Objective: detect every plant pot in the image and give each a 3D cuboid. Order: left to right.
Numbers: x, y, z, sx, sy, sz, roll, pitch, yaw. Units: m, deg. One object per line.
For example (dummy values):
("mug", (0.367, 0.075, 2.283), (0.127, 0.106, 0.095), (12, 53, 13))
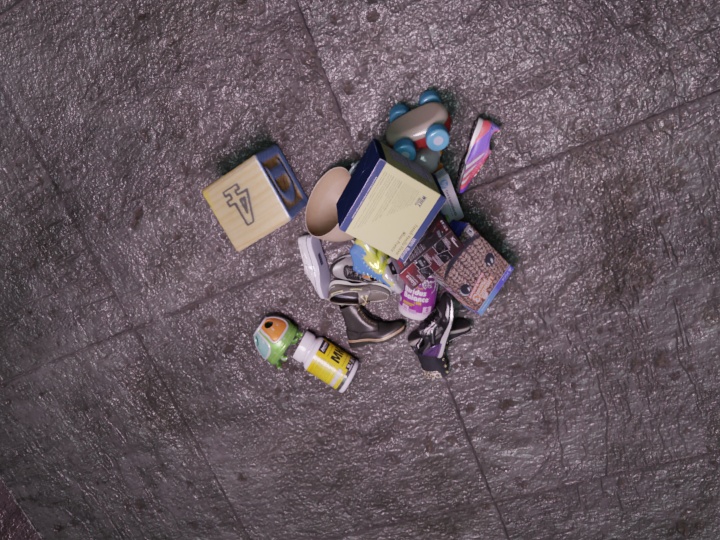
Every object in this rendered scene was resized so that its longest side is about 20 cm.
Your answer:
("plant pot", (-0.045, -0.166, 1.567), (0.132, 0.204, 0.201), (24, 120, -38))

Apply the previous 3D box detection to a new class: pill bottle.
("pill bottle", (-0.112, 0.287, 1.772), (0.196, 0.115, 0.116), (32, 114, -2))
("pill bottle", (0.175, 0.029, 1.618), (0.108, 0.113, 0.207), (10, 112, 8))

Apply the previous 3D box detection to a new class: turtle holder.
("turtle holder", (-0.271, 0.217, 1.781), (0.130, 0.185, 0.143), (36, 81, -4))

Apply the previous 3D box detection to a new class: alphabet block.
("alphabet block", (-0.292, -0.209, 1.584), (0.196, 0.196, 0.201), (-26, 102, 20))

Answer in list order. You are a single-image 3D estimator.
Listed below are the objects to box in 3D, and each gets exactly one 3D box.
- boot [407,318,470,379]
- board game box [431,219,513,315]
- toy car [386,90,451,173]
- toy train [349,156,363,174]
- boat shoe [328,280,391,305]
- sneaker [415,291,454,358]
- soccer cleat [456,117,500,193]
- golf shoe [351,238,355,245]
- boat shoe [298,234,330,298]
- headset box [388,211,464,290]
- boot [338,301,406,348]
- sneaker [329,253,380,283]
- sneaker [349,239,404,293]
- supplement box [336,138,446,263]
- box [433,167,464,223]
("boot", (0.257, 0.240, 1.705), (0.197, 0.074, 0.158), (-17, 110, 17))
("board game box", (0.292, -0.009, 1.532), (0.198, 0.097, 0.161), (38, 87, -20))
("toy car", (0.175, -0.326, 1.482), (0.172, 0.189, 0.202), (-19, 135, 17))
("toy train", (0.039, -0.274, 1.493), (0.114, 0.200, 0.086), (-43, 86, 11))
("boat shoe", (-0.003, 0.075, 1.687), (0.193, 0.062, 0.074), (3, 136, 8))
("sneaker", (0.208, 0.157, 1.587), (0.084, 0.076, 0.207), (6, 113, -10))
("soccer cleat", (0.309, -0.299, 1.494), (0.071, 0.069, 0.207), (16, 110, 0))
("golf shoe", (0.053, -0.124, 1.607), (0.092, 0.073, 0.200), (44, 112, -7))
("boat shoe", (-0.141, -0.012, 1.699), (0.063, 0.073, 0.208), (-2, 107, 29))
("headset box", (0.157, -0.060, 1.475), (0.198, 0.151, 0.077), (-38, 127, 13))
("boot", (0.032, 0.150, 1.717), (0.193, 0.078, 0.143), (-17, 102, 16))
("sneaker", (0.000, 0.000, 1.662), (0.192, 0.080, 0.077), (2, 113, 12))
("sneaker", (0.042, -0.009, 1.596), (0.104, 0.076, 0.203), (-29, 99, 38))
("supplement box", (0.071, -0.170, 1.371), (0.195, 0.136, 0.203), (24, 117, -20))
("box", (0.172, -0.163, 1.528), (0.196, 0.042, 0.158), (-30, 128, 2))
